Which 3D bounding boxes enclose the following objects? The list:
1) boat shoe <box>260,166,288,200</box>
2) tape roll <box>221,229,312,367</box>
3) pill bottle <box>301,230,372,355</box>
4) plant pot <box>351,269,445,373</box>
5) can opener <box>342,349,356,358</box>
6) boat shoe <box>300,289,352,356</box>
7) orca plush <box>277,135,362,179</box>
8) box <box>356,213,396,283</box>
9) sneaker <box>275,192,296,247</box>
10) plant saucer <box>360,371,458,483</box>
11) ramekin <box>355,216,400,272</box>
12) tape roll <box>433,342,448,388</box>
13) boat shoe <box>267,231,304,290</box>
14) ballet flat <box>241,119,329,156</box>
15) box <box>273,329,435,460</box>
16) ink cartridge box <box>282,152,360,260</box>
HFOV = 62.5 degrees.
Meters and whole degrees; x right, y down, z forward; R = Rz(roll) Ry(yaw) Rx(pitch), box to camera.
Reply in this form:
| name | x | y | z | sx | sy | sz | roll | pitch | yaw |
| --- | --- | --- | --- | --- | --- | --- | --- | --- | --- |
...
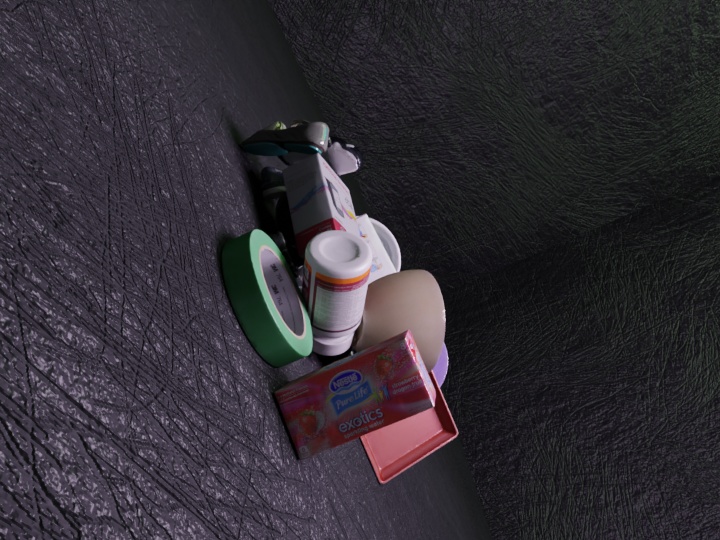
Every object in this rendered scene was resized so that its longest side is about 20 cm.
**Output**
| name | x | y | z | sx | sy | sz | roll | pitch | yaw |
| --- | --- | --- | --- | --- | --- | --- | --- | --- | --- |
| boat shoe | -0.161 | -0.182 | 1.247 | 0.200 | 0.074 | 0.063 | -17 | 95 | -73 |
| tape roll | -0.134 | 0.040 | 0.878 | 0.200 | 0.048 | 0.202 | -24 | 90 | -82 |
| pill bottle | -0.045 | 0.042 | 0.997 | 0.110 | 0.108 | 0.201 | -105 | -161 | -47 |
| plant pot | 0.049 | 0.096 | 1.096 | 0.200 | 0.133 | 0.203 | -177 | -90 | -68 |
| can opener | -0.024 | 0.147 | 1.279 | 0.053 | 0.066 | 0.201 | 63 | 3 | -48 |
| boat shoe | -0.059 | 0.097 | 1.136 | 0.201 | 0.074 | 0.063 | 66 | -1 | -46 |
| orca plush | -0.070 | -0.235 | 1.192 | 0.071 | 0.199 | 0.106 | -50 | 122 | -38 |
| box | 0.000 | 0.000 | 1.289 | 0.201 | 0.101 | 0.112 | 62 | -27 | 3 |
| sneaker | -0.125 | -0.079 | 1.229 | 0.090 | 0.069 | 0.201 | -111 | 179 | -59 |
| plant saucer | 0.077 | 0.288 | 1.197 | 0.201 | 0.199 | 0.037 | 67 | -22 | -3 |
| ramekin | -0.006 | -0.022 | 1.408 | 0.098 | 0.199 | 0.202 | 61 | 6 | -87 |
| tape roll | 0.089 | 0.204 | 1.311 | 0.085 | 0.198 | 0.202 | 95 | -24 | -69 |
| boat shoe | -0.125 | -0.013 | 1.048 | 0.200 | 0.056 | 0.069 | 47 | 21 | -68 |
| ballet flat | -0.142 | -0.256 | 1.140 | 0.067 | 0.198 | 0.064 | 26 | 74 | -56 |
| box | -0.004 | 0.169 | 0.825 | 0.095 | 0.198 | 0.104 | 4 | 64 | -82 |
| ink cartridge box | -0.065 | -0.092 | 1.105 | 0.148 | 0.085 | 0.202 | 44 | 28 | -56 |
